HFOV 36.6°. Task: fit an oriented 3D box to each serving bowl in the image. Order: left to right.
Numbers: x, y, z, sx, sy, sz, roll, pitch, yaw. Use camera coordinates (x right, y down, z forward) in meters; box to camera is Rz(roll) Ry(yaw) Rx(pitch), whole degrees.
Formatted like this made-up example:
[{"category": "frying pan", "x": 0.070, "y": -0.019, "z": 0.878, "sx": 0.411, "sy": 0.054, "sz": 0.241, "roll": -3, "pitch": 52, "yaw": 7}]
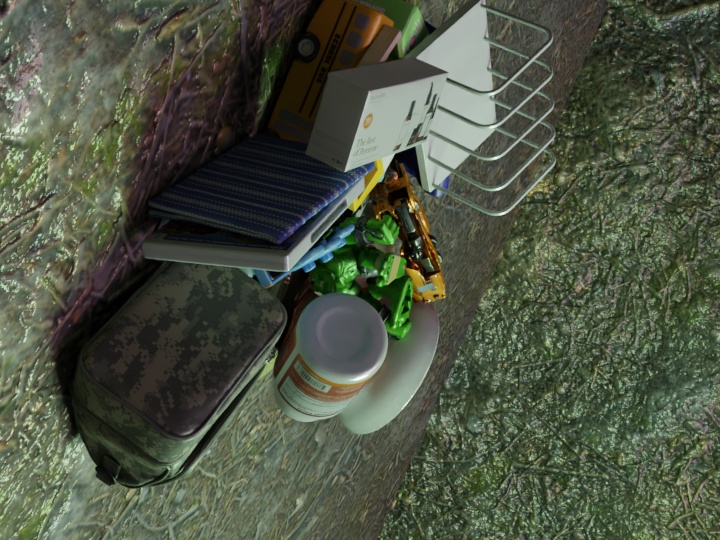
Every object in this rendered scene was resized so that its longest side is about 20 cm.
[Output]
[{"category": "serving bowl", "x": 0.016, "y": 0.112, "z": 1.451, "sx": 0.200, "sy": 0.066, "sz": 0.201, "roll": -43, "pitch": -154, "yaw": 27}]

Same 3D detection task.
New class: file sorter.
[{"category": "file sorter", "x": 0.148, "y": -0.185, "z": 1.274, "sx": 0.139, "sy": 0.124, "sz": 0.201, "roll": -43, "pitch": 144, "yaw": -24}]

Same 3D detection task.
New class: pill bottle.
[{"category": "pill bottle", "x": -0.045, "y": 0.115, "z": 1.333, "sx": 0.113, "sy": 0.112, "sz": 0.200, "roll": -56, "pitch": 180, "yaw": -30}]

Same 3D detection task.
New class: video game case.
[{"category": "video game case", "x": -0.094, "y": -0.053, "z": 1.020, "sx": 0.200, "sy": 0.142, "sz": 0.018, "roll": -51, "pitch": 142, "yaw": -58}]

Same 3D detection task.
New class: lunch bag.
[{"category": "lunch bag", "x": -0.176, "y": 0.099, "z": 1.040, "sx": 0.200, "sy": 0.139, "sz": 0.168, "roll": -53, "pitch": 178, "yaw": -38}]

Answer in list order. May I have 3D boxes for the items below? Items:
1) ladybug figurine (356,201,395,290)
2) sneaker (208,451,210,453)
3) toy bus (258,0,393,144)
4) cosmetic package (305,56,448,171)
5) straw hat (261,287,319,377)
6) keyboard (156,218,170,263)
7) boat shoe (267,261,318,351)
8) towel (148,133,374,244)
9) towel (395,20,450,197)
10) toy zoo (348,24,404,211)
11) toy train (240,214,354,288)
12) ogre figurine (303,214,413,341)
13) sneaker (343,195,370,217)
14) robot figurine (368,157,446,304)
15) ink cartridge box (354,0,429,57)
[{"category": "ladybug figurine", "x": 0.004, "y": -0.026, "z": 1.508, "sx": 0.200, "sy": 0.071, "sz": 0.137, "roll": -148, "pitch": -105, "yaw": -84}, {"category": "sneaker", "x": -0.159, "y": 0.117, "z": 1.248, "sx": 0.202, "sy": 0.072, "sz": 0.072, "roll": -64, "pitch": 165, "yaw": -10}, {"category": "toy bus", "x": -0.041, "y": -0.185, "z": 1.149, "sx": 0.202, "sy": 0.078, "sz": 0.065, "roll": -67, "pitch": 166, "yaw": 9}, {"category": "cosmetic package", "x": 0.021, "y": -0.159, "z": 1.082, "sx": 0.200, "sy": 0.050, "sz": 0.083, "roll": -30, "pitch": 140, "yaw": -60}, {"category": "straw hat", "x": -0.071, "y": 0.078, "z": 1.472, "sx": 0.202, "sy": 0.084, "sz": 0.202, "roll": -59, "pitch": 165, "yaw": -25}, {"category": "keyboard", "x": -0.168, "y": -0.023, "z": 1.108, "sx": 0.057, "sy": 0.011, "sz": 0.200, "roll": -59, "pitch": 166, "yaw": -3}, {"category": "boat shoe", "x": -0.102, "y": 0.010, "z": 1.331, "sx": 0.202, "sy": 0.063, "sz": 0.073, "roll": -69, "pitch": 156, "yaw": -13}, {"category": "towel", "x": -0.088, "y": -0.078, "z": 1.028, "sx": 0.200, "sy": 0.143, "sz": 0.024, "roll": -44, "pitch": 141, "yaw": -53}, {"category": "towel", "x": 0.085, "y": -0.214, "z": 1.407, "sx": 0.049, "sy": 0.148, "sz": 0.202, "roll": -13, "pitch": 127, "yaw": -29}, {"category": "toy zoo", "x": 0.012, "y": -0.152, "z": 1.177, "sx": 0.132, "sy": 0.020, "sz": 0.201, "roll": -58, "pitch": 161, "yaw": -21}, {"category": "toy train", "x": -0.082, "y": -0.033, "z": 1.160, "sx": 0.114, "sy": 0.087, "sz": 0.200, "roll": -29, "pitch": -175, "yaw": 22}, {"category": "ogre figurine", "x": 0.000, "y": 0.000, "z": 1.324, "sx": 0.099, "sy": 0.119, "sz": 0.200, "roll": -64, "pitch": 154, "yaw": -14}, {"category": "sneaker", "x": -0.010, "y": -0.106, "z": 1.426, "sx": 0.202, "sy": 0.066, "sz": 0.091, "roll": -65, "pitch": 164, "yaw": -10}, {"category": "robot figurine", "x": 0.057, "y": -0.053, "z": 1.375, "sx": 0.201, "sy": 0.058, "sz": 0.146, "roll": 62, "pitch": 11, "yaw": -47}, {"category": "ink cartridge box", "x": 0.002, "y": -0.204, "z": 1.263, "sx": 0.202, "sy": 0.083, "sz": 0.145, "roll": -65, "pitch": 165, "yaw": -3}]
